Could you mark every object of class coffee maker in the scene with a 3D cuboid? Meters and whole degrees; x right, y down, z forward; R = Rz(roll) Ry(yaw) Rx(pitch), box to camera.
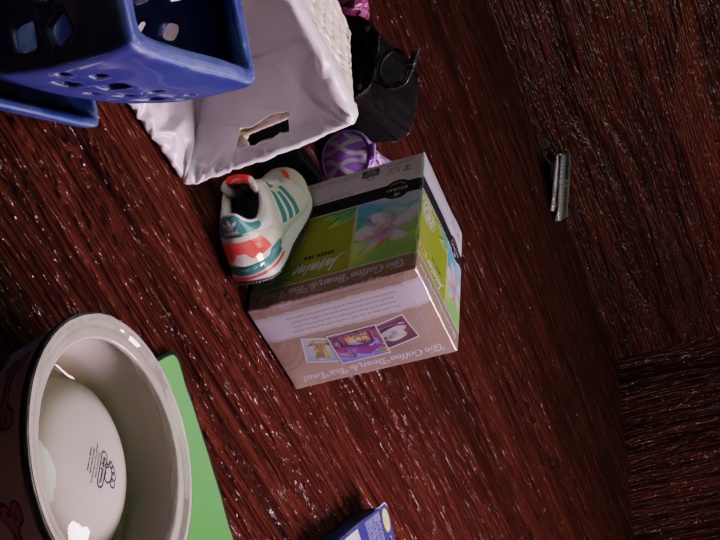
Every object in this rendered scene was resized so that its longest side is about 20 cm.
[{"bbox_3d":[0.007,-0.242,1.483,0.136,0.191,0.199,-60,157,4],"label":"coffee maker"}]

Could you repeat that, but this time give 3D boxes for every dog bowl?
[{"bbox_3d":[-0.197,0.135,0.784,0.200,0.073,0.204,-16,90,-72],"label":"dog bowl"}]

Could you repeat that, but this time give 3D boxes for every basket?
[{"bbox_3d":[-0.125,-0.227,1.078,0.163,0.195,0.201,-91,156,-46],"label":"basket"}]

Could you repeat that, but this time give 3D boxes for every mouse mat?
[{"bbox_3d":[-0.162,0.180,0.955,0.161,0.007,0.204,-31,105,-71],"label":"mouse mat"}]

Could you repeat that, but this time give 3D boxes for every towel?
[{"bbox_3d":[0.595,-0.248,3.350,0.192,0.034,0.204,-20,113,-71],"label":"towel"}]

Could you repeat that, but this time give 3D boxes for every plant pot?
[{"bbox_3d":[-0.211,-0.218,0.842,0.200,0.177,0.204,-2,77,-71],"label":"plant pot"}]

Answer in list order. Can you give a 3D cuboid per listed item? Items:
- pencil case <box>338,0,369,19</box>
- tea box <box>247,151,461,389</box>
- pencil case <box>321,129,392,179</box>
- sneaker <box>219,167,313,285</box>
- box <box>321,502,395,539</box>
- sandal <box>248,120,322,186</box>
[{"bbox_3d":[-0.035,-0.447,1.651,0.091,0.092,0.204,23,56,-67],"label":"pencil case"},{"bbox_3d":[0.000,0.000,1.256,0.199,0.197,0.135,-84,153,-47],"label":"tea box"},{"bbox_3d":[0.015,-0.136,1.580,0.200,0.084,0.086,25,52,-68],"label":"pencil case"},{"bbox_3d":[-0.105,-0.075,1.207,0.201,0.069,0.095,-73,150,-53],"label":"sneaker"},{"bbox_3d":[0.001,0.344,1.262,0.200,0.032,0.123,-8,84,-70],"label":"box"},{"bbox_3d":[-0.098,-0.147,1.292,0.201,0.074,0.046,59,17,-58],"label":"sandal"}]
